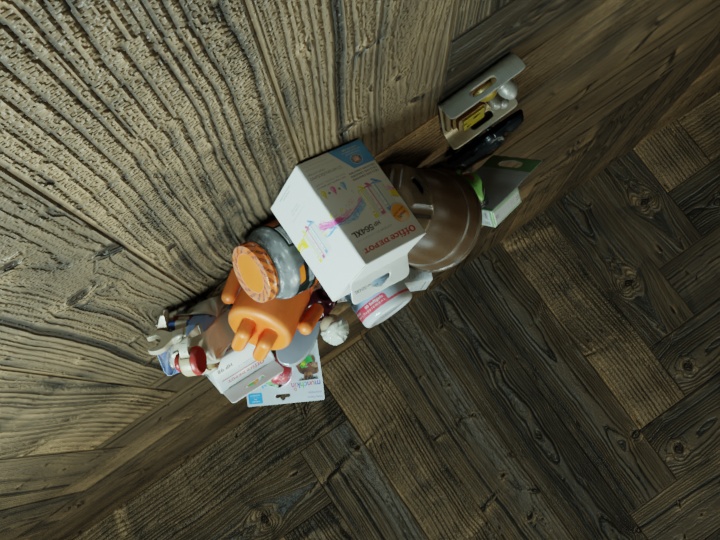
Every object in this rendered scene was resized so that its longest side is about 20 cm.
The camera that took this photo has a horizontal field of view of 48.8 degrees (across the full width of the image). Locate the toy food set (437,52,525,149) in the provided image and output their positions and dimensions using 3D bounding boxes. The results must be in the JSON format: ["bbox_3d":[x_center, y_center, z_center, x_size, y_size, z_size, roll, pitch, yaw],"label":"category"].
[{"bbox_3d":[0.207,-0.271,1.321,0.143,0.060,0.200,-36,170,3],"label":"toy food set"}]

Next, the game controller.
[{"bbox_3d":[0.236,-0.250,1.509,0.104,0.042,0.200,-47,-173,-16],"label":"game controller"}]

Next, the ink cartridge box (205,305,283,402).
[{"bbox_3d":[-0.237,0.146,1.445,0.116,0.067,0.200,-32,-146,-20],"label":"ink cartridge box"}]

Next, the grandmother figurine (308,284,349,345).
[{"bbox_3d":[-0.087,0.046,1.426,0.121,0.200,0.061,-39,170,24],"label":"grandmother figurine"}]

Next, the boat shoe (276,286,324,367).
[{"bbox_3d":[-0.104,0.095,1.478,0.066,0.070,0.200,90,14,-62],"label":"boat shoe"}]

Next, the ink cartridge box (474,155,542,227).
[{"bbox_3d":[0.295,-0.180,1.758,0.145,0.048,0.200,16,-132,46],"label":"ink cartridge box"}]

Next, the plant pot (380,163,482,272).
[{"bbox_3d":[0.094,-0.101,1.417,0.200,0.200,0.198,-38,162,18],"label":"plant pot"}]

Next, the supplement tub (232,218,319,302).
[{"bbox_3d":[-0.095,-0.033,1.260,0.200,0.123,0.123,-28,168,-33],"label":"supplement tub"}]

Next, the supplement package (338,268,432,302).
[{"bbox_3d":[0.035,-0.009,1.627,0.200,0.110,0.114,-8,168,-6],"label":"supplement package"}]

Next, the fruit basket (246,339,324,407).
[{"bbox_3d":[-0.166,0.164,1.563,0.185,0.200,0.094,-9,171,27],"label":"fruit basket"}]

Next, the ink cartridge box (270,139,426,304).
[{"bbox_3d":[-0.012,-0.063,1.163,0.128,0.200,0.125,-29,168,-34],"label":"ink cartridge box"}]

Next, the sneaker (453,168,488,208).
[{"bbox_3d":[0.215,-0.163,1.683,0.077,0.084,0.200,-36,-164,0],"label":"sneaker"}]

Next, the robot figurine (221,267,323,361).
[{"bbox_3d":[-0.147,0.053,1.333,0.117,0.144,0.200,64,38,-44],"label":"robot figurine"}]

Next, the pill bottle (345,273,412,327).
[{"bbox_3d":[0.000,0.000,1.498,0.109,0.200,0.109,-34,170,-7],"label":"pill bottle"}]

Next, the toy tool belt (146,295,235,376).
[{"bbox_3d":[-0.292,0.122,1.316,0.123,0.125,0.200,-10,-160,13],"label":"toy tool belt"}]

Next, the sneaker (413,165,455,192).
[{"bbox_3d":[0.121,-0.126,1.585,0.200,0.060,0.104,-63,156,-1],"label":"sneaker"}]
